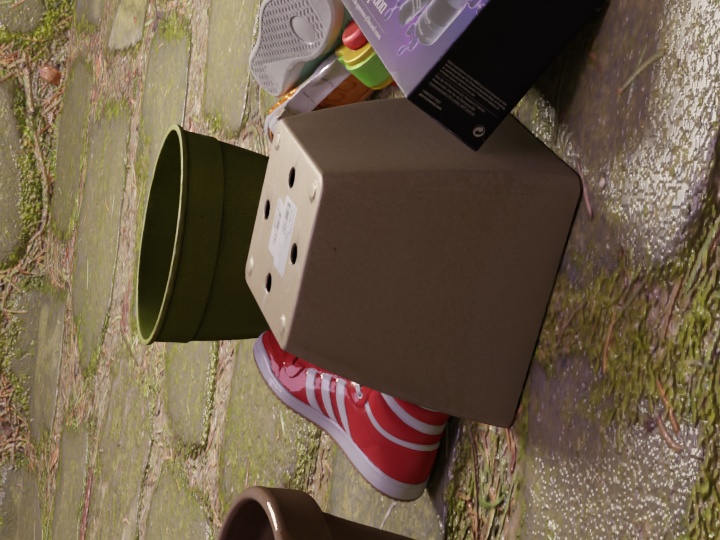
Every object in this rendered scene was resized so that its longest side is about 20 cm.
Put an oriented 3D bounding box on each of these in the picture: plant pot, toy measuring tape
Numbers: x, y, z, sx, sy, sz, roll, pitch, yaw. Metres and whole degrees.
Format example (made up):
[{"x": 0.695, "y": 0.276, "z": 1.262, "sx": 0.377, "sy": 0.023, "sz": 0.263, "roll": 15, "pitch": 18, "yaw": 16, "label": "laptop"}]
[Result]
[{"x": -0.092, "y": -0.020, "z": 1.455, "sx": 0.200, "sy": 0.193, "sz": 0.201, "roll": -172, "pitch": 90, "yaw": -73, "label": "plant pot"}, {"x": 0.022, "y": -0.021, "z": 1.182, "sx": 0.200, "sy": 0.177, "sz": 0.200, "roll": -123, "pitch": 43, "yaw": -61, "label": "plant pot"}, {"x": -0.007, "y": -0.174, "z": 1.404, "sx": 0.200, "sy": 0.074, "sz": 0.074, "roll": -38, "pitch": 45, "yaw": 30, "label": "toy measuring tape"}, {"x": -0.006, "y": 0.264, "z": 1.177, "sx": 0.200, "sy": 0.174, "sz": 0.201, "roll": -174, "pitch": 90, "yaw": -71, "label": "plant pot"}]

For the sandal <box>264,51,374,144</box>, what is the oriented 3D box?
[{"x": -0.034, "y": -0.144, "z": 1.512, "sx": 0.207, "sy": 0.079, "sz": 0.059, "roll": 136, "pitch": 139, "yaw": -57, "label": "sandal"}]

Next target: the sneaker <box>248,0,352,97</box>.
[{"x": -0.034, "y": -0.244, "z": 1.481, "sx": 0.074, "sy": 0.118, "sz": 0.200, "roll": 48, "pitch": 158, "yaw": -1, "label": "sneaker"}]

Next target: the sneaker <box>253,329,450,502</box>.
[{"x": -0.003, "y": 0.085, "z": 1.300, "sx": 0.200, "sy": 0.071, "sz": 0.113, "roll": 41, "pitch": 127, "yaw": 27, "label": "sneaker"}]

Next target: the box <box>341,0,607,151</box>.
[{"x": 0.075, "y": -0.200, "z": 1.163, "sx": 0.141, "sy": 0.079, "sz": 0.200, "roll": -47, "pitch": 31, "yaw": 13, "label": "box"}]
